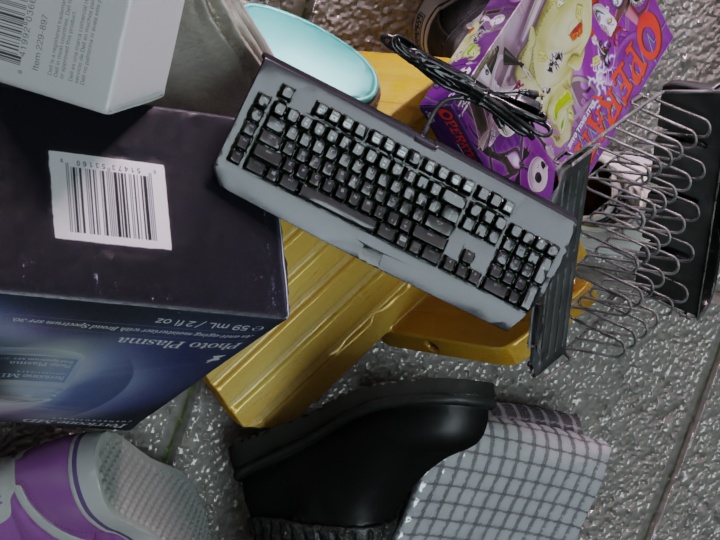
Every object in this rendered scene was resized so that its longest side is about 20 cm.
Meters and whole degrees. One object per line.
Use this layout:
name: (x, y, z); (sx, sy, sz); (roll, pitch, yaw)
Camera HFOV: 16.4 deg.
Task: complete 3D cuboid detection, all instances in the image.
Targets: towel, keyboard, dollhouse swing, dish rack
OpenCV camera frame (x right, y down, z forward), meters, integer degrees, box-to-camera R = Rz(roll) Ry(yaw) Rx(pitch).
towel: (-0.148, -0.111, 1.385); (0.199, 0.035, 0.133); (-16, 124, 21)
keyboard: (0.030, -0.062, 1.345); (0.199, 0.021, 0.128); (26, 84, -17)
dollhouse swing: (0.000, 0.000, 1.500); (0.176, 0.181, 0.200); (-52, 128, -26)
towel: (0.056, 0.179, 1.650); (0.165, 0.086, 0.201); (12, 107, -38)
dish rack: (0.159, -0.022, 1.473); (0.200, 0.054, 0.154); (-33, 133, -54)

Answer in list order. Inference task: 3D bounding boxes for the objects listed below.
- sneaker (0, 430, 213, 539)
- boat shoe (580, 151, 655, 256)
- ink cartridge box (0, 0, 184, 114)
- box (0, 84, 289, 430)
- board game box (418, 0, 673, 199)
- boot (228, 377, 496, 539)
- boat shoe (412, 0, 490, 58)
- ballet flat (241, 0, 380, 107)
sneaker: (-0.167, 0.157, 1.534); (0.114, 0.073, 0.201); (-14, 146, 17)
boat shoe: (0.149, -0.048, 1.614); (0.199, 0.070, 0.071); (19, 100, -33)
ink cartridge box: (-0.189, -0.180, 1.292); (0.087, 0.199, 0.146); (-33, 137, -70)
box: (-0.173, 0.000, 1.361); (0.199, 0.198, 0.124); (6, 67, -31)
board game box: (0.112, -0.117, 1.454); (0.200, 0.032, 0.120); (-57, 135, -33)
boot: (0.012, 0.160, 1.522); (0.079, 0.211, 0.159); (5, 68, -45)
boat shoe: (0.132, -0.170, 1.554); (0.198, 0.068, 0.074); (-18, 118, -22)
ballet flat: (-0.088, -0.127, 1.429); (0.199, 0.068, 0.075); (24, 139, -15)
